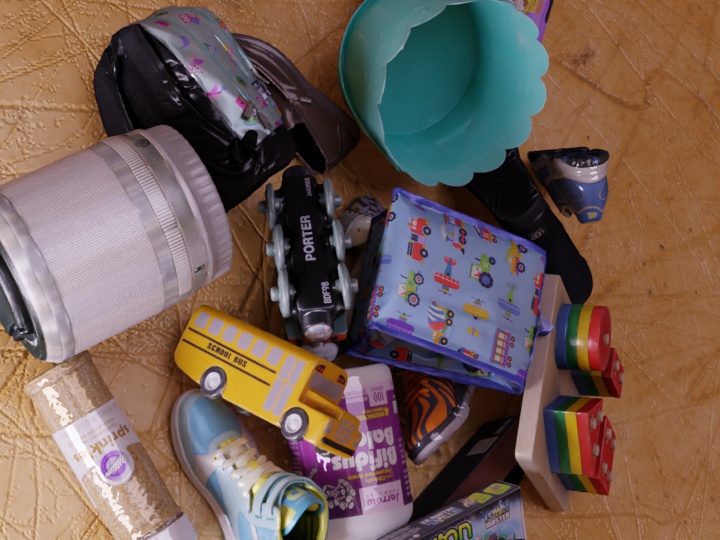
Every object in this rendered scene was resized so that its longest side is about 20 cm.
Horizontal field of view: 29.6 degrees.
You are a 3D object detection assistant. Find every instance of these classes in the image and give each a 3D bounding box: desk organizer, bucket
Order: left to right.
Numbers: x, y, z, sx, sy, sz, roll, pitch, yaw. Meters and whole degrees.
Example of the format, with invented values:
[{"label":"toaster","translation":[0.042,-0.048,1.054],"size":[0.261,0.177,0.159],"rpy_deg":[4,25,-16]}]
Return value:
[{"label":"bucket","translation":[0.079,-0.205,1.431],"size":[0.206,0.135,0.209],"rpy_deg":[-12,118,-23]},{"label":"desk organizer","translation":[0.116,0.244,1.413],"size":[0.200,0.072,0.077],"rpy_deg":[-43,101,-35]}]

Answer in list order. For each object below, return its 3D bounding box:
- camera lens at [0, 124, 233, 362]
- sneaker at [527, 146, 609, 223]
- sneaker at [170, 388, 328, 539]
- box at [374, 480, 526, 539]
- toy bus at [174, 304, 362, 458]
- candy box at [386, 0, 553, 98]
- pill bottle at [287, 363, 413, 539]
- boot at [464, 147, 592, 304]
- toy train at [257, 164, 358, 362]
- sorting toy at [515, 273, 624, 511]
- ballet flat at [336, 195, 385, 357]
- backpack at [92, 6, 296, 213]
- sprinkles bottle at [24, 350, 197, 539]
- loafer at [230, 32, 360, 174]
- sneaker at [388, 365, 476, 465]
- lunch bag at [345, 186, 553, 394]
[{"label":"camera lens","translation":[-0.234,-0.025,1.205],"size":[0.199,0.160,0.161],"rpy_deg":[-28,90,-23]},{"label":"sneaker","translation":[0.235,-0.101,1.554],"size":[0.075,0.200,0.078],"rpy_deg":[-6,99,0]},{"label":"sneaker","translation":[-0.094,0.189,1.259],"size":[0.079,0.130,0.201],"rpy_deg":[-30,90,-35]},{"label":"box","translation":[0.079,0.287,1.295],"size":[0.199,0.035,0.111],"rpy_deg":[-19,106,-37]},{"label":"toy bus","translation":[-0.082,0.103,1.255],"size":[0.065,0.199,0.079],"rpy_deg":[36,79,-52]},{"label":"candy box","translation":[0.110,-0.286,1.538],"size":[0.199,0.071,0.169],"rpy_deg":[8,106,-30]},{"label":"pill bottle","translation":[-0.009,0.196,1.316],"size":[0.112,0.112,0.202],"rpy_deg":[-8,86,-34]},{"label":"boot","translation":[0.185,-0.058,1.553],"size":[0.168,0.076,0.201],"rpy_deg":[55,6,-38]},{"label":"toy train","translation":[-0.051,-0.004,1.337],"size":[0.084,0.114,0.201],"rpy_deg":[-7,55,-6]},{"label":"sorting toy","translation":[0.231,0.136,1.450],"size":[0.199,0.069,0.201],"rpy_deg":[54,44,-59]},{"label":"ballet flat","translation":[0.000,0.000,1.422],"size":[0.072,0.072,0.201],"rpy_deg":[31,60,-20]},{"label":"backpack","translation":[-0.165,-0.157,1.330],"size":[0.201,0.167,0.126],"rpy_deg":[55,37,-1]},{"label":"sprinkles bottle","translation":[-0.223,0.173,1.220],"size":[0.068,0.068,0.201],"rpy_deg":[-32,92,-36]},{"label":"loafer","translation":[-0.087,-0.172,1.421],"size":[0.199,0.073,0.071],"rpy_deg":[34,59,-18]},{"label":"sneaker","translation":[0.055,0.117,1.395],"size":[0.112,0.078,0.200],"rpy_deg":[43,22,-3]},{"label":"lunch bag","translation":[0.101,0.027,1.353],"size":[0.198,0.094,0.152],"rpy_deg":[17,67,-11]}]
